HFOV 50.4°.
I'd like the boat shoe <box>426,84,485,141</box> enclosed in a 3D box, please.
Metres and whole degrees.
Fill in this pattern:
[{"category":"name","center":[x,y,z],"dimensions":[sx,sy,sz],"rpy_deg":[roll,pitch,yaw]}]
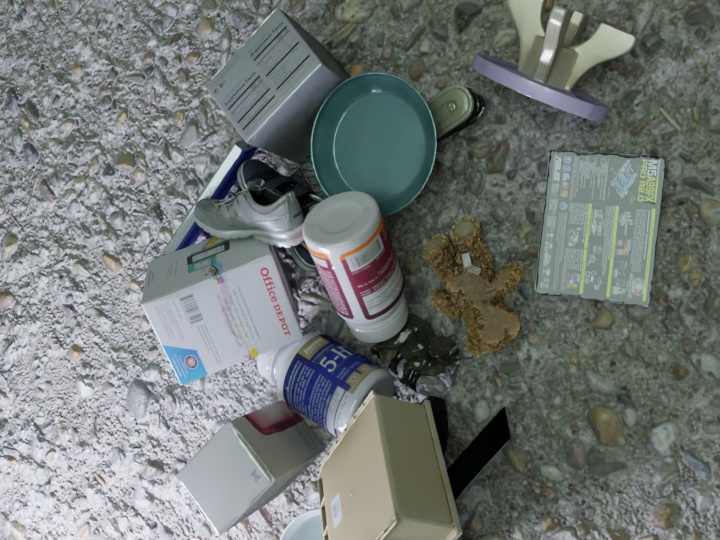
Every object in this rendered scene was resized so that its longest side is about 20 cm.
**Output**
[{"category":"boat shoe","center":[0.095,-0.213,1.144],"dimensions":[0.197,0.067,0.073],"rpy_deg":[-21,89,34]}]

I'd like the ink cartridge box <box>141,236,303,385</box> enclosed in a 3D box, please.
[{"category":"ink cartridge box","center":[-0.204,0.043,1.149],"dimensions":[0.196,0.147,0.150],"rpy_deg":[-20,117,-2]}]

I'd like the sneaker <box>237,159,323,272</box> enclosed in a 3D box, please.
[{"category":"sneaker","center":[-0.104,-0.101,1.150],"dimensions":[0.201,0.078,0.079],"rpy_deg":[51,135,6]}]

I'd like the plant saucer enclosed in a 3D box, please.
[{"category":"plant saucer","center":[0.021,-0.178,1.094],"dimensions":[0.195,0.036,0.206],"rpy_deg":[2,96,24]}]

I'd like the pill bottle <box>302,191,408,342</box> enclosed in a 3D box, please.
[{"category":"pill bottle","center":[0.000,0.000,1.086],"dimensions":[0.111,0.203,0.116],"rpy_deg":[-12,41,11]}]

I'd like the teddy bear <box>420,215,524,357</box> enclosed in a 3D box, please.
[{"category":"teddy bear","center":[0.167,0.022,1.120],"dimensions":[0.145,0.067,0.201],"rpy_deg":[-44,69,5]}]

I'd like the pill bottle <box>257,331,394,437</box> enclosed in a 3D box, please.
[{"category":"pill bottle","center":[-0.057,0.164,1.157],"dimensions":[0.197,0.119,0.122],"rpy_deg":[26,98,29]}]

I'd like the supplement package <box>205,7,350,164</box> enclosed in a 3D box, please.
[{"category":"supplement package","center":[-0.105,-0.266,1.142],"dimensions":[0.155,0.199,0.112],"rpy_deg":[-42,77,13]}]

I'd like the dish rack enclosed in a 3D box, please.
[{"category":"dish rack","center":[-0.043,-0.128,1.183],"dimensions":[0.198,0.054,0.156],"rpy_deg":[-35,77,26]}]

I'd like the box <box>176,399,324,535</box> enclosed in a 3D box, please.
[{"category":"box","center":[-0.160,0.289,1.155],"dimensions":[0.128,0.199,0.109],"rpy_deg":[-45,77,13]}]

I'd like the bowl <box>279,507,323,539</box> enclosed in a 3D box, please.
[{"category":"bowl","center":[-0.024,0.444,1.156],"dimensions":[0.196,0.090,0.207],"rpy_deg":[3,97,23]}]

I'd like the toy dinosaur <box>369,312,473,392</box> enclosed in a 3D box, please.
[{"category":"toy dinosaur","center":[0.078,0.113,1.148],"dimensions":[0.103,0.077,0.200],"rpy_deg":[-49,52,1]}]

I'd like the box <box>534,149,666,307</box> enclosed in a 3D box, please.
[{"category":"box","center":[0.332,-0.059,1.064],"dimensions":[0.156,0.044,0.206],"rpy_deg":[6,92,19]}]

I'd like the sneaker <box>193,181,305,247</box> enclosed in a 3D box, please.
[{"category":"sneaker","center":[-0.159,-0.092,1.104],"dimensions":[0.196,0.075,0.084],"rpy_deg":[9,118,27]}]

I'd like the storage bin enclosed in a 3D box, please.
[{"category":"storage bin","center":[0.025,0.304,1.010],"dimensions":[0.200,0.092,0.202],"rpy_deg":[-58,28,32]}]

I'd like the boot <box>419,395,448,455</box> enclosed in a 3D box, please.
[{"category":"boot","center":[0.050,0.282,1.153],"dimensions":[0.136,0.077,0.205],"rpy_deg":[4,73,41]}]

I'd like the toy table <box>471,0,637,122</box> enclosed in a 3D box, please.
[{"category":"toy table","center":[0.260,-0.295,1.033],"dimensions":[0.196,0.184,0.119],"rpy_deg":[24,113,6]}]

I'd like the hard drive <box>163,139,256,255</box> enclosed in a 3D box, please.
[{"category":"hard drive","center":[-0.236,-0.119,1.227],"dimensions":[0.025,0.132,0.202],"rpy_deg":[35,102,-7]}]

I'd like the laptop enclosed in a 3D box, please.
[{"category":"laptop","center":[0.168,0.316,1.043],"dimensions":[0.113,0.187,0.205],"rpy_deg":[-13,90,9]}]
